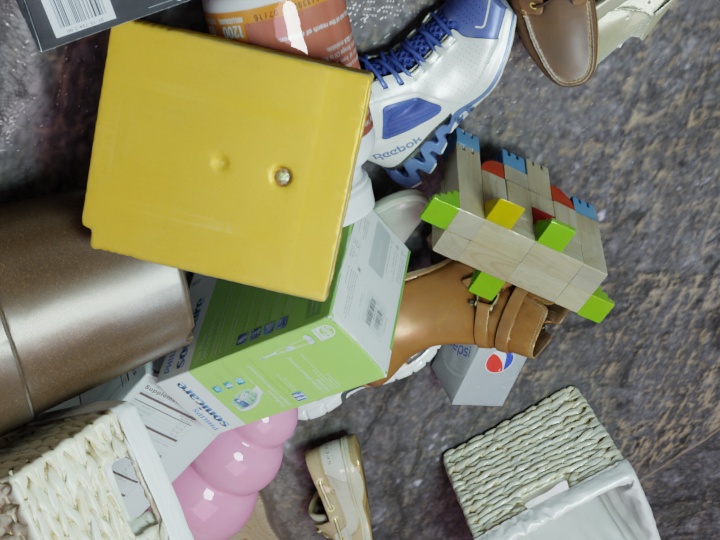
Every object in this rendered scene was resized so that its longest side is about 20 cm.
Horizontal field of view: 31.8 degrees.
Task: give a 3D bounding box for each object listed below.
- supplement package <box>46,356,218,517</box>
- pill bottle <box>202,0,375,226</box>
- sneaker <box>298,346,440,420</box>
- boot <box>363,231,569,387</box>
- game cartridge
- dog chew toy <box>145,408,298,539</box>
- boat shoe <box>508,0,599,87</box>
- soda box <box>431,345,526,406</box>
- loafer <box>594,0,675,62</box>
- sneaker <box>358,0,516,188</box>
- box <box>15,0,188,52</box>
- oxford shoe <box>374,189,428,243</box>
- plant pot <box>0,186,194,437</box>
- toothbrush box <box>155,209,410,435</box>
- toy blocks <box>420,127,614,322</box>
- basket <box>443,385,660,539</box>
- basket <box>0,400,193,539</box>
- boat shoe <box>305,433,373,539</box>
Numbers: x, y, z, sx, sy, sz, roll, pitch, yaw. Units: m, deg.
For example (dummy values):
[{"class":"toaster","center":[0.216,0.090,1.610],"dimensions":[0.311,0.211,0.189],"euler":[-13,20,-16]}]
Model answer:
[{"class":"supplement package","center":[-0.230,0.148,1.198],"dimensions":[0.109,0.114,0.200],"euler":[31,111,-37]},{"class":"pill bottle","center":[-0.050,-0.137,1.013],"dimensions":[0.111,0.112,0.203],"euler":[-17,111,-9]},{"class":"sneaker","center":[-0.002,0.076,1.264],"dimensions":[0.198,0.074,0.080],"euler":[-30,130,2]},{"class":"boot","center":[0.099,0.053,1.188],"dimensions":[0.200,0.154,0.077],"euler":[-50,149,-21]},{"class":"game cartridge","center":[-0.103,-0.084,0.953],"dimensions":[0.197,0.032,0.179],"euler":[14,105,2]},{"class":"dog chew toy","center":[-0.133,0.179,1.251],"dimensions":[0.124,0.125,0.200],"euler":[23,119,-34]},{"class":"boat shoe","center":[0.152,-0.242,1.041],"dimensions":[0.071,0.068,0.202],"euler":[-13,113,11]},{"class":"soda box","center":[0.145,0.045,1.305],"dimensions":[0.067,0.064,0.202],"euler":[5,124,-27]},{"class":"loafer","center":[0.246,-0.249,1.115],"dimensions":[0.198,0.076,0.068],"euler":[-30,134,15]},{"class":"sneaker","center":[0.041,-0.166,1.086],"dimensions":[0.114,0.081,0.201],"euler":[13,122,-33]},{"class":"box","center":[-0.163,-0.264,0.902],"dimensions":[0.197,0.115,0.133],"euler":[-20,131,-4]},{"class":"oxford shoe","center":[0.000,0.000,1.191],"dimensions":[0.075,0.058,0.200],"euler":[12,133,-45]},{"class":"plant pot","center":[-0.252,0.023,1.050],"dimensions":[0.196,0.201,0.202],"euler":[-18,132,-17]},{"class":"toothbrush box","center":[-0.066,0.040,1.106],"dimensions":[0.198,0.147,0.086],"euler":[-21,128,31]},{"class":"toy blocks","center":[0.140,-0.051,1.145],"dimensions":[0.198,0.138,0.100],"euler":[23,127,-15]},{"class":"basket","center":[0.217,0.276,1.452],"dimensions":[0.196,0.162,0.201],"euler":[-27,132,0]},{"class":"basket","center":[-0.253,0.198,1.028],"dimensions":[0.123,0.199,0.137],"euler":[-30,100,-41]},{"class":"boat shoe","center":[-0.025,0.260,1.406],"dimensions":[0.068,0.074,0.202],"euler":[-8,129,-1]}]
